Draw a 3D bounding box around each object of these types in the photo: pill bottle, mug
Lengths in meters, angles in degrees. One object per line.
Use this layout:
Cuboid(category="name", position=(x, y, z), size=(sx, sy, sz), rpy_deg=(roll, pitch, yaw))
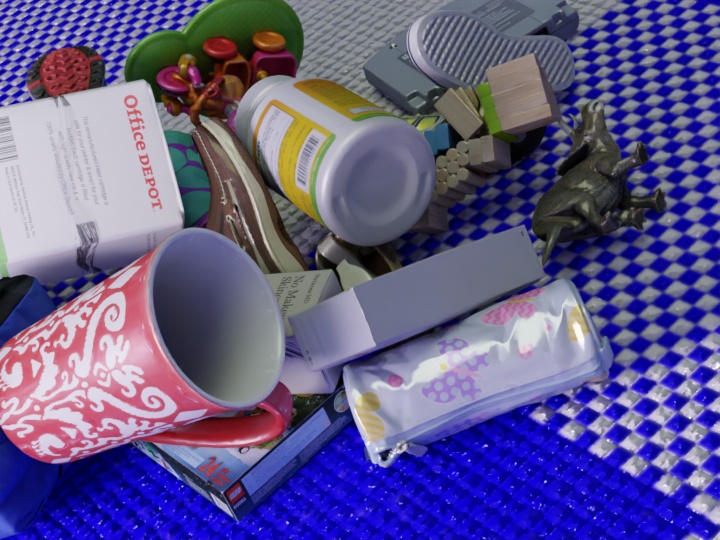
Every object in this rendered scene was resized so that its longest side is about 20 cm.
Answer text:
Cuboid(category="pill bottle", position=(-0.031, -0.105, 1.294), size=(0.111, 0.111, 0.200), rpy_deg=(-34, 35, -14))
Cuboid(category="mug", position=(-0.161, 0.084, 1.099), size=(0.200, 0.178, 0.133), rpy_deg=(-24, 11, 35))

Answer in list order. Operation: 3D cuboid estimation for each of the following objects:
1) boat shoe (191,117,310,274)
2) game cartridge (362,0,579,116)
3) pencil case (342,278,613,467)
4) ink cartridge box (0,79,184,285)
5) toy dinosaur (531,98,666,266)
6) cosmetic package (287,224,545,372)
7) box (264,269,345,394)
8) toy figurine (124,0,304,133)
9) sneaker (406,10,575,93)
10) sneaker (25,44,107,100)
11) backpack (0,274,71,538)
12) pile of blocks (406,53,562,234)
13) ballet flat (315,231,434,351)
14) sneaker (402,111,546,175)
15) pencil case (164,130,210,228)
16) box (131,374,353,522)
Cuboid(category="boat shoe", position=(-0.107, -0.036, 1.284), size=(0.075, 0.075, 0.203), rpy_deg=(-27, 77, -10))
Cuboid(category="game cartridge", position=(0.109, -0.232, 1.522), size=(0.200, 0.041, 0.133), rpy_deg=(-32, 41, -11))
Cuboid(category="pencil case", position=(0.085, 0.077, 1.112), size=(0.200, 0.083, 0.091), rpy_deg=(-23, 23, 0))
Cuboid(category="ink cartridge box", position=(-0.267, -0.071, 1.300), size=(0.200, 0.084, 0.146), rpy_deg=(-13, 72, -13))
Cuboid(category="toy dinosaur", position=(0.189, -0.056, 1.248), size=(0.102, 0.077, 0.200), rpy_deg=(-4, 44, 43))
Cuboid(category="cosmetic package", position=(0.047, 0.021, 1.141), size=(0.200, 0.051, 0.083), rpy_deg=(-19, -6, -43))
Cuboid(category="box", position=(-0.111, 0.054, 1.196), size=(0.200, 0.068, 0.082), rpy_deg=(-6, 40, 23))
Cuboid(category="toy figurine", position=(-0.110, -0.167, 1.472), size=(0.200, 0.150, 0.184), rpy_deg=(-10, 41, -26))
Cuboid(category="sneaker", position=(0.106, -0.191, 1.384), size=(0.079, 0.200, 0.079), rpy_deg=(-9, 79, 49))
Cuboid(category="sneaker", position=(-0.271, -0.137, 1.450), size=(0.079, 0.096, 0.200), rpy_deg=(-17, 51, -11))
Cuboid(category="backpack", position=(-0.314, 0.113, 1.210), size=(0.162, 0.168, 0.200), rpy_deg=(-13, 34, 31))
Cuboid(category="pile of blocks", position=(0.095, -0.107, 1.307), size=(0.200, 0.062, 0.082), rpy_deg=(-43, 70, 15))
Cuboid(category="ballet flat", position=(0.000, 0.000, 1.262), size=(0.071, 0.065, 0.200), rpy_deg=(-50, 36, 4))
Cuboid(category="sneaker", position=(0.073, -0.125, 1.377), size=(0.200, 0.075, 0.076), rpy_deg=(-15, 38, 8))
Cuboid(category="pencil case", position=(-0.159, -0.066, 1.421), size=(0.092, 0.085, 0.200), rpy_deg=(-46, 39, 3))
Cuboid(category="box", position=(-0.113, 0.109, 1.218), size=(0.137, 0.038, 0.200), rpy_deg=(-41, 40, -22))
